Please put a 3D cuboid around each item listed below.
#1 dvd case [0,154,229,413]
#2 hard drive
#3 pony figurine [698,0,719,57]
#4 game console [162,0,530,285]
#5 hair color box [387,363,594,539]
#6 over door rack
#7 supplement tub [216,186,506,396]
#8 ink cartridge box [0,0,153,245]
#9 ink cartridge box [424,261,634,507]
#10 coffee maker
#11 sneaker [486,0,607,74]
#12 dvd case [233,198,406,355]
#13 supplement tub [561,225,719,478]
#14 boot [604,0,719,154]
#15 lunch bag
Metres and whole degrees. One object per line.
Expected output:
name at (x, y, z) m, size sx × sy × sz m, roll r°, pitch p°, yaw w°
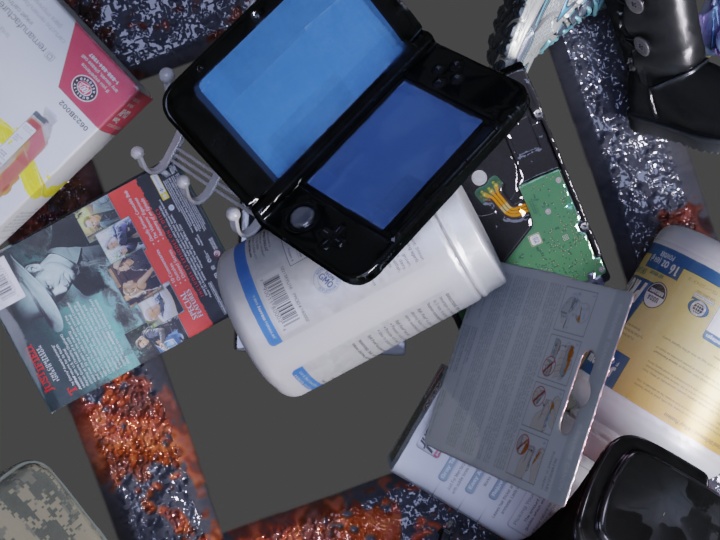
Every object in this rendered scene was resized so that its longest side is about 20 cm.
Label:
dvd case at (-0.213, 0.012, 1.127) m, size 0.199 × 0.022 × 0.147 m, roll -29°, pitch 94°, yaw -1°
hard drive at (0.110, -0.055, 1.097) m, size 0.139 × 0.038 × 0.201 m, roll -23°, pitch 106°, yaw 10°
pony figurine at (0.338, -0.266, 1.075) m, size 0.191 × 0.167 × 0.202 m, roll 11°, pitch 108°, yaw -11°
game console at (-0.008, -0.121, 0.949) m, size 0.175 × 0.117 × 0.200 m, roll 33°, pitch 74°, yaw 37°
hair color box at (0.132, 0.175, 1.130) m, size 0.199 × 0.061 × 0.100 m, roll 31°, pitch 92°, yaw -4°
over door rack at (-0.087, -0.143, 1.052) m, size 0.147 × 0.067 × 0.201 m, roll 33°, pitch 85°, yaw 39°
supplement tub at (0.000, 0.000, 1.028) m, size 0.199 × 0.132 × 0.133 m, roll -28°, pitch 94°, yaw 7°
ink cartridge box at (-0.295, -0.129, 1.084) m, size 0.200 × 0.083 × 0.145 m, roll -44°, pitch 94°, yaw 1°
ink cartridge box at (0.136, 0.083, 0.999) m, size 0.047 × 0.200 × 0.162 m, roll 20°, pitch 87°, yaw -28°
coffee maker at (0.172, 0.225, 0.991) m, size 0.190 × 0.201 × 0.136 m, roll 11°, pitch 53°, yaw -9°
sneaker at (0.173, -0.231, 1.098) m, size 0.086 × 0.078 × 0.201 m, roll 23°, pitch 95°, yaw -10°
dvd case at (-0.031, -0.030, 1.119) m, size 0.149 × 0.025 × 0.202 m, roll 2°, pitch 92°, yaw -9°
supplement tub at (0.264, 0.081, 1.085) m, size 0.144 × 0.145 × 0.201 m, roll 31°, pitch 92°, yaw -3°
boot at (0.260, -0.199, 1.033) m, size 0.065 × 0.164 × 0.202 m, roll -34°, pitch 121°, yaw -31°
lunch bag at (-0.289, 0.285, 1.084) m, size 0.201 × 0.139 × 0.167 m, roll 52°, pitch 132°, yaw -3°
